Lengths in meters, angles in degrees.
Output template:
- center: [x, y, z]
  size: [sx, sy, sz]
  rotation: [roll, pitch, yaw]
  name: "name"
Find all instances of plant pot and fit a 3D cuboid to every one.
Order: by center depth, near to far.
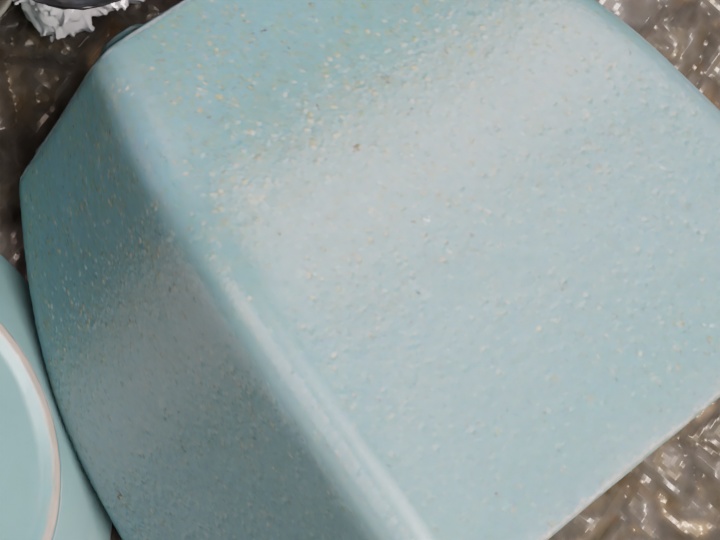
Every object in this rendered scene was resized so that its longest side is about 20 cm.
- center: [0.000, 0.000, 0.839]
  size: [0.196, 0.196, 0.200]
  rotation: [-36, 87, -29]
  name: "plant pot"

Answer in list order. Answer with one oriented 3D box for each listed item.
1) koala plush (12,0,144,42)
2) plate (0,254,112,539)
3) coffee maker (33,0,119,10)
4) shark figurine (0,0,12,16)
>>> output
- center: [-0.053, -0.180, 0.886]
  size: [0.199, 0.184, 0.178]
  rotation: [-20, 86, -9]
  name: "koala plush"
- center: [-0.161, 0.062, 0.832]
  size: [0.200, 0.026, 0.201]
  rotation: [15, 65, -34]
  name: "plate"
- center: [-0.095, -0.164, 0.729]
  size: [0.192, 0.200, 0.135]
  rotation: [27, 102, 2]
  name: "coffee maker"
- center: [-0.149, -0.115, 0.837]
  size: [0.128, 0.089, 0.215]
  rotation: [-2, 91, -53]
  name: "shark figurine"
